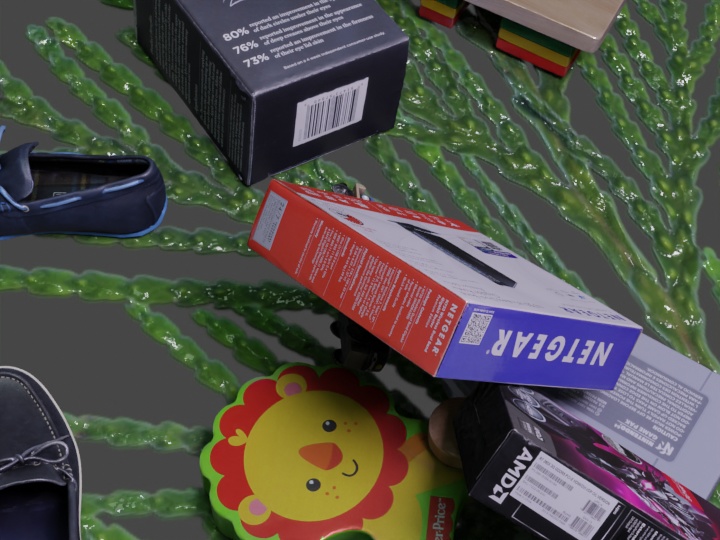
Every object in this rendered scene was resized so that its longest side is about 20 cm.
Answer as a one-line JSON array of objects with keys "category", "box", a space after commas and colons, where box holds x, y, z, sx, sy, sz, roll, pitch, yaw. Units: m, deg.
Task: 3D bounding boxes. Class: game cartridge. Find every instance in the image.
[{"category": "game cartridge", "box": [0.164, 0.093, 0.883, 0.199, 0.041, 0.133, 30, 50, 20]}]

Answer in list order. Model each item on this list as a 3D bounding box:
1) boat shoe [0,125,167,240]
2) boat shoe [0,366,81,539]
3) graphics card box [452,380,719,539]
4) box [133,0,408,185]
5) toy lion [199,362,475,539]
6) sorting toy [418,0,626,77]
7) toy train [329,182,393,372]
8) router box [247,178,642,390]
[{"category": "boat shoe", "box": [-0.245, -0.071, 0.932, 0.199, 0.069, 0.084, -4, 53, -12]}, {"category": "boat shoe", "box": [-0.209, 0.137, 0.780, 0.074, 0.062, 0.201, -10, 53, -14]}, {"category": "graphics card box", "box": [0.151, 0.141, 0.742, 0.199, 0.051, 0.126, 32, 12, -6]}, {"category": "box", "box": [-0.078, -0.191, 1.030, 0.147, 0.105, 0.200, -23, 58, -24]}, {"category": "toy lion", "box": [-0.012, 0.151, 0.806, 0.191, 0.069, 0.201, 5, 52, 4]}, {"category": "sorting toy", "box": [0.153, -0.281, 1.158, 0.199, 0.070, 0.199, 25, 53, 12]}, {"category": "toy train", "box": [0.000, 0.000, 0.912, 0.046, 0.034, 0.200, 15, 36, -17]}, {"category": "router box", "box": [0.057, 0.011, 0.813, 0.179, 0.049, 0.200, 33, 16, 39]}]
